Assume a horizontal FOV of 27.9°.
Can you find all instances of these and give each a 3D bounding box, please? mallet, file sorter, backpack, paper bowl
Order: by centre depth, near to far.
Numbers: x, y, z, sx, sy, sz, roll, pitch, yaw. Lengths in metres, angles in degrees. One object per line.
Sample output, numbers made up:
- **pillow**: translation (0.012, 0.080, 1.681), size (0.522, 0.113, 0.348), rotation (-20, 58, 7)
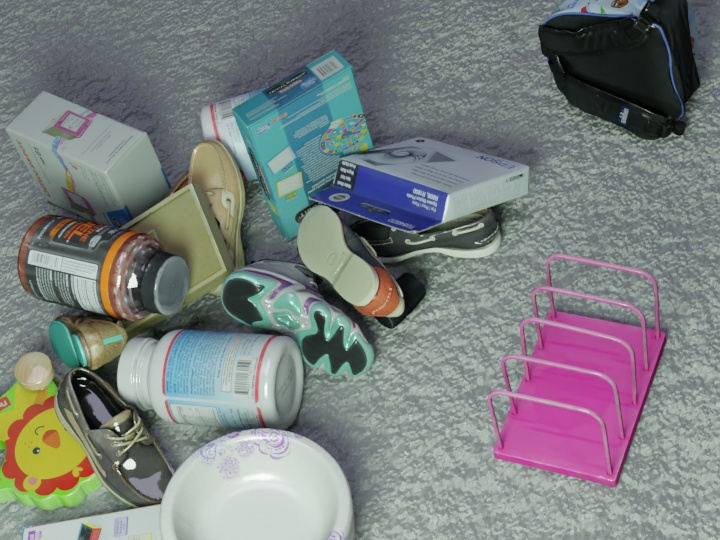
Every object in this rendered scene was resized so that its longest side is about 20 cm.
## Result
- **paper bowl**: translation (-0.104, 0.272, 1.500), size (0.198, 0.105, 0.202), rotation (-2, 48, 2)
- **file sorter**: translation (0.231, 0.100, 1.549), size (0.137, 0.126, 0.201), rotation (11, 53, 24)
- **mallet**: translation (0.000, 0.000, 1.769), size (0.066, 0.041, 0.200), rotation (-38, 46, -15)
- **backpack**: translation (0.328, -0.289, 1.829), size (0.189, 0.201, 0.155), rotation (10, 47, 32)

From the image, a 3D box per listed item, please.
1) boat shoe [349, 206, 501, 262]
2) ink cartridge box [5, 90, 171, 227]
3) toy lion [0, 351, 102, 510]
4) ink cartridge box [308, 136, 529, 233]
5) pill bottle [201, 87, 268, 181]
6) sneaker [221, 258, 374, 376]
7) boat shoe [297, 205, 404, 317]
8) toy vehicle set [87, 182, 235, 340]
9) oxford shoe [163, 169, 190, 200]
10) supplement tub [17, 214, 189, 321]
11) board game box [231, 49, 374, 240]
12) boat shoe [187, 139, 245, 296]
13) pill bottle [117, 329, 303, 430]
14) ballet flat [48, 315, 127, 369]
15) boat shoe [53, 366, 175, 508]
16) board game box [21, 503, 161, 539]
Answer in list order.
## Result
- **boat shoe**: translation (0.072, -0.053, 1.774), size (0.197, 0.061, 0.074), rotation (2, 49, 18)
- **ink cartridge box**: translation (-0.356, -0.137, 1.917), size (0.199, 0.145, 0.085), rotation (24, 61, 32)
- **toy lion**: translation (-0.387, 0.205, 1.689), size (0.199, 0.069, 0.192), rotation (-30, 56, -12)
- **ink cartridge box**: translation (0.070, -0.109, 1.760), size (0.199, 0.041, 0.198), rotation (-21, 29, -39)
- **pill bottle**: translation (-0.102, -0.188, 1.902), size (0.198, 0.109, 0.110), rotation (-16, 47, 2)
- **sneaker**: translation (-0.057, 0.041, 1.725), size (0.199, 0.078, 0.140), rotation (32, 24, 4)
- **boat shoe**: translation (-0.013, -0.010, 1.717), size (0.072, 0.062, 0.200), rotation (-56, 39, 12)
- **toy vehicle set**: translation (-0.257, -0.003, 1.773), size (0.199, 0.026, 0.125), rotation (-30, 70, 18)
- **oxford shoe**: translation (-0.228, -0.041, 1.852), size (0.070, 0.072, 0.202), rotation (12, 65, 21)
- **supplement tub**: translation (-0.302, 0.000, 1.720), size (0.198, 0.108, 0.108), rotation (11, 53, 26)
- **board game box**: translation (-0.062, -0.154, 1.807), size (0.150, 0.201, 0.047), rotation (-31, 48, -12)
- **boat shoe**: translation (-0.186, -0.070, 1.802), size (0.071, 0.064, 0.203), rotation (-15, 76, 25)
- **pill bottle**: translation (-0.173, 0.124, 1.659), size (0.197, 0.109, 0.110), rotation (3, 50, 19)
- **ballet flat**: translation (-0.317, 0.080, 1.716), size (0.072, 0.069, 0.200), rotation (-19, 5, -21)
- **boat shoe**: translation (-0.275, 0.189, 1.623), size (0.200, 0.074, 0.074), rotation (42, 59, 16)
- **board game box**: translation (-0.271, 0.333, 1.549), size (0.197, 0.041, 0.154), rotation (-10, 48, 8)
